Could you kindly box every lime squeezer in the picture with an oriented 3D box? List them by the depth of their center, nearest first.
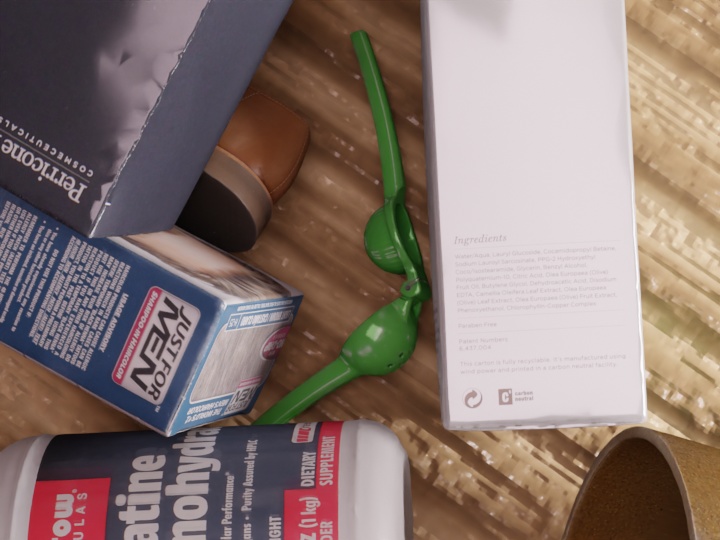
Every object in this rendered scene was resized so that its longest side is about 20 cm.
[{"bbox_3d":[0.000,0.000,0.844,0.070,0.038,0.201,17,89,36],"label":"lime squeezer"}]

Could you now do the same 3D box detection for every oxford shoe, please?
[{"bbox_3d":[-0.113,-0.084,0.845,0.199,0.071,0.071,31,59,7],"label":"oxford shoe"}]

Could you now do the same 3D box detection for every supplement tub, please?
[{"bbox_3d":[-0.078,0.134,0.783,0.199,0.140,0.141,-3,87,3],"label":"supplement tub"}]

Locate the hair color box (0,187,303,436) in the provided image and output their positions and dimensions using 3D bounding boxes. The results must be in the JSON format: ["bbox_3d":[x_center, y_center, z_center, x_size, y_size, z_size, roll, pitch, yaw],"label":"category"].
[{"bbox_3d":[-0.132,-0.008,0.797,0.199,0.100,0.061,28,99,13],"label":"hair color box"}]

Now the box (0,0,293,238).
[{"bbox_3d":[-0.127,-0.140,0.746,0.199,0.104,0.183,31,98,9],"label":"box"}]

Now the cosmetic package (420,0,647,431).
[{"bbox_3d":[0.068,-0.037,0.800,0.084,0.108,0.201,-2,88,4],"label":"cosmetic package"}]

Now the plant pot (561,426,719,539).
[{"bbox_3d":[0.188,0.169,0.758,0.199,0.186,0.188,10,88,-10],"label":"plant pot"}]
